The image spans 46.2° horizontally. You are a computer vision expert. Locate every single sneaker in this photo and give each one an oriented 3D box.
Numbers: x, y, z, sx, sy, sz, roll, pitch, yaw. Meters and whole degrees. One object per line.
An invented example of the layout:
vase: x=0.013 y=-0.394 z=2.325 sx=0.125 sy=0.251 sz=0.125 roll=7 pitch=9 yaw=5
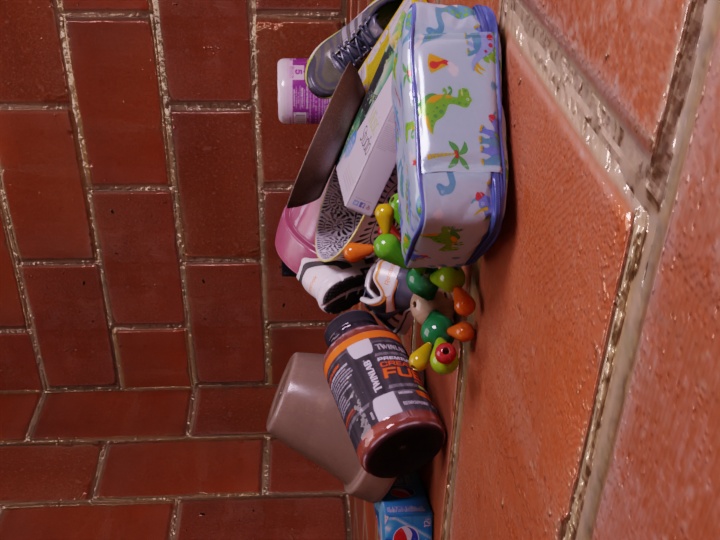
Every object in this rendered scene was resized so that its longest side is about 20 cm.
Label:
sneaker: x=0.000 y=0.000 z=1.123 sx=0.080 sy=0.200 sz=0.074 roll=37 pitch=117 yaw=32
sneaker: x=-0.001 y=-0.321 z=1.176 sx=0.200 sy=0.074 sz=0.081 roll=-49 pitch=11 yaw=-9
sneaker: x=0.043 y=0.026 z=1.067 sx=0.200 sy=0.079 sz=0.079 roll=108 pitch=180 yaw=-72

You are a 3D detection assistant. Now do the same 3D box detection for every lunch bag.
lunch bag: x=0.069 y=-0.108 z=0.707 sx=0.161 sy=0.082 sz=0.201 roll=105 pitch=164 yaw=-73

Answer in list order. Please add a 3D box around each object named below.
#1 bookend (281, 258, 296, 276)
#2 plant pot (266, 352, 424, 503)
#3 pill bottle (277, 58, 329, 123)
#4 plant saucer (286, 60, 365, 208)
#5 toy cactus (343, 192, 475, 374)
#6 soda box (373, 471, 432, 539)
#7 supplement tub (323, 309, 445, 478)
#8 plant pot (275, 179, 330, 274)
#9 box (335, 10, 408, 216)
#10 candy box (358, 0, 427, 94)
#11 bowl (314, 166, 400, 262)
bookend: x=-0.039 y=-0.092 z=1.471 sx=0.092 sy=0.199 sz=0.199 roll=94 pitch=173 yaw=-48
plant pot: x=-0.028 y=0.190 z=1.146 sx=0.200 sy=0.174 sz=0.201 roll=-158 pitch=90 yaw=-83
pill bottle: x=-0.042 y=-0.309 z=1.455 sx=0.112 sy=0.199 sz=0.113 roll=179 pitch=90 yaw=-86
plant saucer: x=-0.038 y=-0.164 z=1.068 sx=0.200 sy=0.037 sz=0.201 roll=-155 pitch=90 yaw=-87
toy cactus: x=0.059 y=0.026 z=0.841 sx=0.201 sy=0.102 sz=0.165 roll=64 pitch=180 yaw=30
soda box: x=0.054 y=0.325 z=1.170 sx=0.200 sy=0.064 sz=0.068 roll=-110 pitch=20 yaw=-81
supplement tub: x=0.018 y=0.140 z=1.014 sx=0.107 sy=0.106 sz=0.200 roll=93 pitch=158 yaw=-43
plant pot: x=-0.011 y=-0.092 z=1.252 sx=0.200 sy=0.199 sz=0.180 roll=-97 pitch=23 yaw=-56
box: x=0.030 y=-0.176 z=0.927 sx=0.144 sy=0.036 sz=0.201 roll=-105 pitch=38 yaw=-64
candy box: x=0.031 y=-0.259 z=1.100 sx=0.200 sy=0.026 sz=0.103 roll=-49 pitch=36 yaw=47
bowl: x=0.027 y=-0.090 z=1.063 sx=0.201 sy=0.094 sz=0.201 roll=-55 pitch=24 yaw=38
